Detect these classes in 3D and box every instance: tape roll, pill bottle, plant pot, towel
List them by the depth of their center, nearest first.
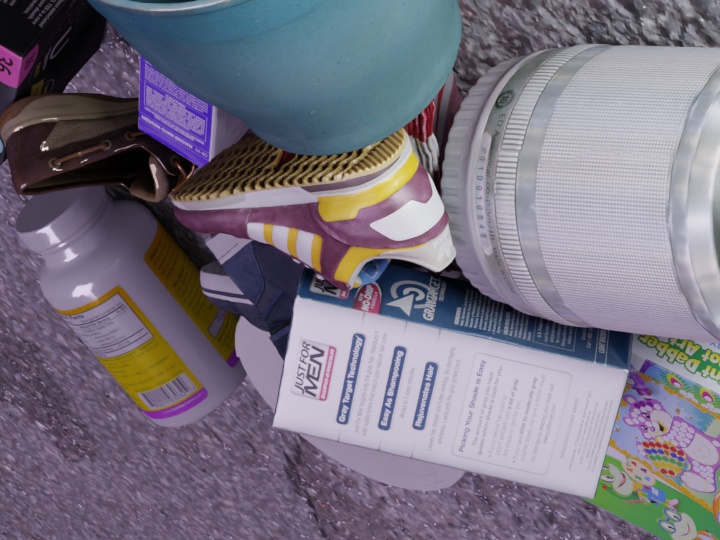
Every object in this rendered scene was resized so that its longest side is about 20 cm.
[{"bbox_3d":[-0.038,-0.163,1.247,0.199,0.201,0.188,17,160,30],"label":"plant pot"},{"bbox_3d":[0.041,-0.113,1.438,0.023,0.145,0.201,-3,141,8],"label":"towel"},{"bbox_3d":[0.008,0.068,1.795,0.201,0.071,0.203,27,150,17],"label":"tape roll"},{"bbox_3d":[-0.175,0.018,1.885,0.104,0.104,0.200,-3,132,49],"label":"pill bottle"}]

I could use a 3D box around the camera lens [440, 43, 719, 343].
[{"bbox_3d":[0.165,-0.044,1.371,0.199,0.160,0.160,7,140,41],"label":"camera lens"}]

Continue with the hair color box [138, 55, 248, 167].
[{"bbox_3d":[-0.082,-0.164,1.514,0.065,0.109,0.200,32,150,11],"label":"hair color box"}]

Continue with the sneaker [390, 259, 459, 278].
[{"bbox_3d":[-0.019,-0.048,1.635,0.199,0.078,0.080,12,122,35],"label":"sneaker"}]

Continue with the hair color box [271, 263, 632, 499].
[{"bbox_3d":[0.054,0.061,1.465,0.198,0.061,0.101,13,123,1],"label":"hair color box"}]

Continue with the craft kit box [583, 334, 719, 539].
[{"bbox_3d":[0.199,0.103,1.554,0.197,0.049,0.201,28,150,19],"label":"craft kit box"}]

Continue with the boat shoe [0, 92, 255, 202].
[{"bbox_3d":[-0.139,-0.076,1.639,0.199,0.072,0.072,-1,153,-24],"label":"boat shoe"}]

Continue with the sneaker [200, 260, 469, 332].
[{"bbox_3d":[-0.015,0.038,1.658,0.199,0.078,0.080,7,106,18],"label":"sneaker"}]

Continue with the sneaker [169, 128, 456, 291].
[{"bbox_3d":[-0.031,-0.027,1.427,0.199,0.075,0.090,-1,124,51],"label":"sneaker"}]

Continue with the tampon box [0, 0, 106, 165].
[{"bbox_3d":[-0.280,-0.199,1.658,0.199,0.127,0.150,33,152,4],"label":"tampon box"}]

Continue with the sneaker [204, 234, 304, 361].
[{"bbox_3d":[0.001,0.000,1.519,0.202,0.077,0.147,-34,85,52],"label":"sneaker"}]
